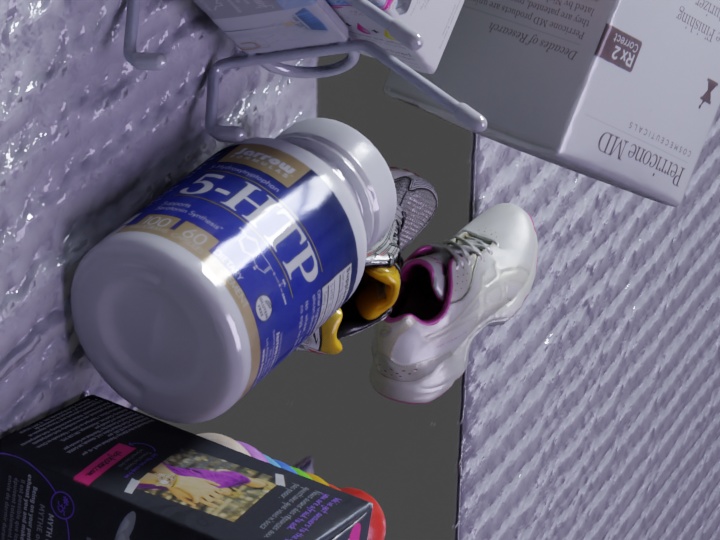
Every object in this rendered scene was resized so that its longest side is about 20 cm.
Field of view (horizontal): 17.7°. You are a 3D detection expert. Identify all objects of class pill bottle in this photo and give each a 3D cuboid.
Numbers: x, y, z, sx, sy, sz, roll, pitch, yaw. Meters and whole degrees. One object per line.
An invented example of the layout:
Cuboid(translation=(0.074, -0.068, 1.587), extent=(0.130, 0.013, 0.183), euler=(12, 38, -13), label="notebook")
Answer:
Cuboid(translation=(-0.066, -0.009, 1.362), extent=(0.200, 0.119, 0.120), euler=(-43, 143, -47), label="pill bottle")

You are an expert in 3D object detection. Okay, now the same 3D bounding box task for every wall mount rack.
Cuboid(translation=(-0.029, -0.124, 1.295), extent=(0.200, 0.173, 0.075), euler=(42, 47, -63), label="wall mount rack")

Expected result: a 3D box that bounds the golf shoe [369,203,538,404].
Cuboid(translation=(0.072, 0.008, 1.714), extent=(0.200, 0.075, 0.092), euler=(-53, 147, -35), label="golf shoe")

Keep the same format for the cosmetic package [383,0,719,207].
Cuboid(translation=(0.152, -0.173, 1.593), extent=(0.165, 0.165, 0.201), euler=(17, 95, -50), label="cosmetic package")

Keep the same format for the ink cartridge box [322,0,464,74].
Cuboid(translation=(-0.025, -0.193, 1.322), extent=(0.068, 0.115, 0.200), euler=(-67, 154, -11), label="ink cartridge box")

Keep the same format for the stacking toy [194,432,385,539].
Cuboid(translation=(-0.047, 0.161, 1.518), extent=(0.200, 0.085, 0.086), euler=(19, 90, -53), label="stacking toy")

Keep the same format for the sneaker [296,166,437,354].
Cuboid(translation=(0.000, 0.000, 1.547), extent=(0.200, 0.082, 0.078), euler=(-45, 145, -44), label="sneaker")

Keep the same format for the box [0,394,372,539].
Cuboid(translation=(-0.109, 0.166, 1.302), extent=(0.106, 0.200, 0.123), euler=(-25, 130, -56), label="box")
